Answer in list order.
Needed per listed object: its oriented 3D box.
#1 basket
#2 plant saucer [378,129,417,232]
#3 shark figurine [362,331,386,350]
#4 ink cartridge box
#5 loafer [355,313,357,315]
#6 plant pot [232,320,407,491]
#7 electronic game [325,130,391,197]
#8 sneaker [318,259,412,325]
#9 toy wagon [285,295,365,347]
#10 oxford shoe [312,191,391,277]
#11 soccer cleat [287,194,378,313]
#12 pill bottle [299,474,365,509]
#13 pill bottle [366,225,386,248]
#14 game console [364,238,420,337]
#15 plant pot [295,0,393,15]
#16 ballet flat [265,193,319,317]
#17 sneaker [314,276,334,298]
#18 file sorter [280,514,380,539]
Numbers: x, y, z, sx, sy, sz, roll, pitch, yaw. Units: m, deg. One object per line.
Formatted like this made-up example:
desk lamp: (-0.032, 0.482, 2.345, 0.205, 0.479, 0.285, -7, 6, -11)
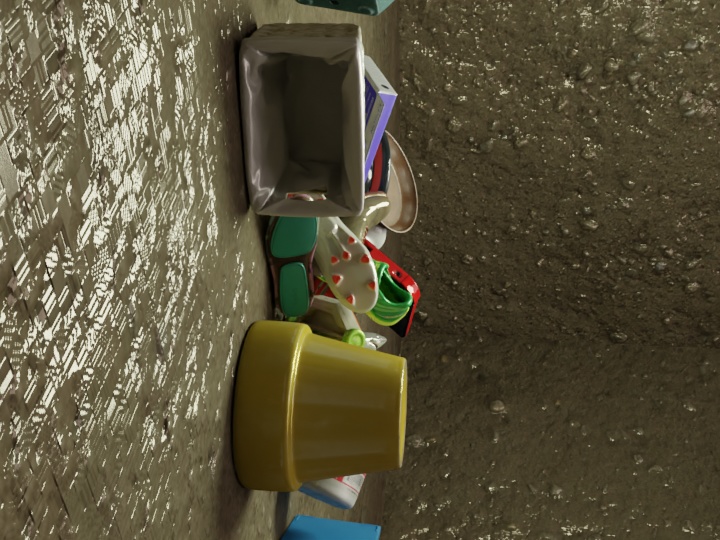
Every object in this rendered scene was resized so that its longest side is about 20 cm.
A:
basket: (-0.058, -0.177, 1.031, 0.124, 0.133, 0.203, -81, 171, -60)
plant saucer: (0.036, -0.161, 1.625, 0.200, 0.034, 0.203, 33, 48, -45)
shark figurine: (-0.050, 0.092, 1.594, 0.215, 0.127, 0.090, 53, 10, -53)
ink cartridge box: (-0.004, -0.203, 1.384, 0.201, 0.043, 0.200, -112, -144, -52)
loafer: (-0.010, 0.031, 1.642, 0.070, 0.069, 0.200, -57, -177, -27)
plant pot: (-0.040, 0.164, 1.084, 0.201, 0.186, 0.204, 2, 90, -84)
electronic game: (-0.010, -0.156, 1.491, 0.199, 0.041, 0.203, -21, -115, 56)
sneaker: (0.000, 0.000, 1.374, 0.083, 0.199, 0.075, -37, -157, 42)
toy wagon: (-0.050, 0.139, 1.239, 0.154, 0.039, 0.204, 13, -76, 53)
oxford shoe: (-0.015, -0.047, 1.302, 0.199, 0.074, 0.071, -36, 148, -32)
soccer cleat: (-0.039, -0.034, 1.207, 0.202, 0.069, 0.078, 58, -11, 3)
pill bottle: (-0.026, 0.243, 1.360, 0.113, 0.111, 0.202, 78, 33, -66)
pill bottle: (-0.003, -0.107, 1.673, 0.111, 0.109, 0.202, 83, 12, -56)
game console: (0.010, 0.014, 1.493, 0.031, 0.199, 0.178, -42, 164, -26)
plant pot: (-0.015, -0.439, 1.122, 0.196, 0.193, 0.203, 67, 35, -76)
ballet flat: (-0.089, -0.030, 1.161, 0.072, 0.068, 0.202, -107, -166, -46)
sneaker: (-0.054, 0.090, 1.384, 0.077, 0.083, 0.203, 74, 19, -67)
file sorter: (-0.052, 0.456, 1.338, 0.200, 0.136, 0.125, -6, 102, -84)
